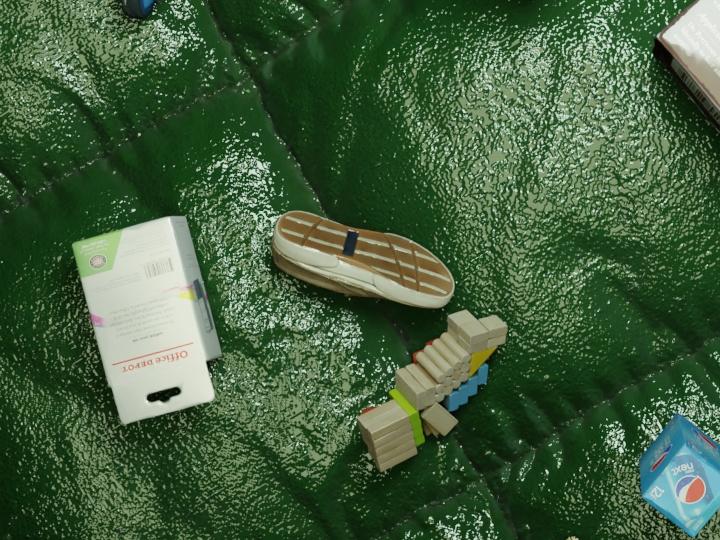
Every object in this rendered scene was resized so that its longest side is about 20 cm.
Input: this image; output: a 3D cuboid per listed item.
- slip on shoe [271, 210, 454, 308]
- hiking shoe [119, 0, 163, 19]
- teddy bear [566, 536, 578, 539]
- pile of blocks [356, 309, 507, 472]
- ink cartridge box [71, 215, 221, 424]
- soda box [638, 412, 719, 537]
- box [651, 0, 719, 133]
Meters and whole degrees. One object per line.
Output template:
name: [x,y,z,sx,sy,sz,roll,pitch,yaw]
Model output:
slip on shoe: [0.000,0.000,1.708,0.199,0.076,0.061,17,135,0]
hiking shoe: [-0.180,-0.343,1.712,0.086,0.074,0.201,35,97,7]
teddy bear: [0.195,0.375,1.685,0.199,0.067,0.145,-34,84,9]
pile of blocks: [0.073,0.119,1.707,0.200,0.082,0.062,-44,42,0]
ink cartridge box: [-0.222,0.053,1.740,0.116,0.067,0.201,-14,89,9]
soda box: [0.318,0.197,1.589,0.064,0.200,0.068,38,98,6]
box: [0.410,-0.222,1.574,0.200,0.164,0.166,-39,85,9]
